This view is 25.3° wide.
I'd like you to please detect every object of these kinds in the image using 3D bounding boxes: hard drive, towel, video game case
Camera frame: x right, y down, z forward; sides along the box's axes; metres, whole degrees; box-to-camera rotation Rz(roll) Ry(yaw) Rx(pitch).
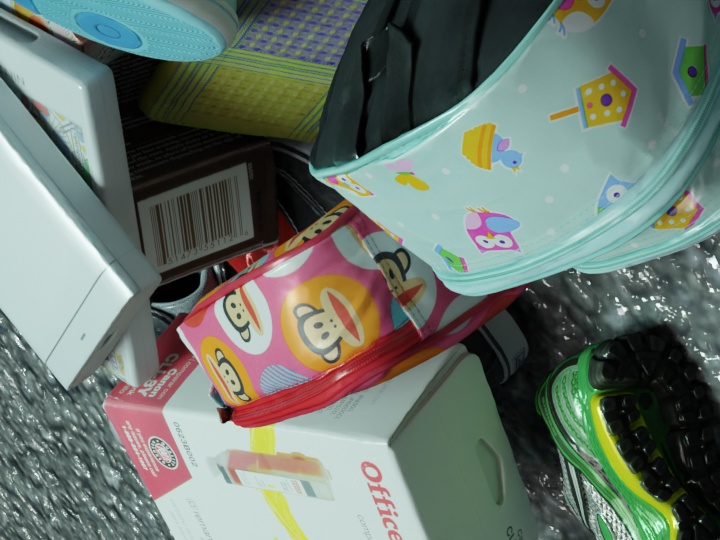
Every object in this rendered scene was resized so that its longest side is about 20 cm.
[{"bbox_3d":[-0.189,-0.043,0.822,0.200,0.027,0.132,51,146,5],"label":"hard drive"},{"bbox_3d":[-0.016,-0.112,0.781,0.200,0.143,0.023,137,135,-57],"label":"towel"},{"bbox_3d":[-0.185,-0.053,0.851,0.182,0.023,0.201,30,141,32],"label":"video game case"}]

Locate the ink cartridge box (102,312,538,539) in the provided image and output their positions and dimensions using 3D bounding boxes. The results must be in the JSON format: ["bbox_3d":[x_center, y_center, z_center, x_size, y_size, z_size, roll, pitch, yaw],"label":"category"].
[{"bbox_3d":[-0.021,0.109,0.873,0.199,0.083,0.146,3,129,37],"label":"ink cartridge box"}]

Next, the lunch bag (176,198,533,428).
[{"bbox_3d":[0.011,-0.004,0.762,0.082,0.200,0.176,59,149,-3],"label":"lunch bag"}]

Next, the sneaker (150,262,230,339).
[{"bbox_3d":[-0.083,0.055,1.012,0.200,0.075,0.114,42,164,25],"label":"sneaker"}]

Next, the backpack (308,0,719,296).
[{"bbox_3d":[0.081,-0.082,0.612,0.153,0.200,0.176,47,147,-17],"label":"backpack"}]

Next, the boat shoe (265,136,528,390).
[{"bbox_3d":[0.000,0.000,0.888,0.200,0.068,0.072,45,157,13],"label":"boat shoe"}]

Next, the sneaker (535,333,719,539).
[{"bbox_3d":[0.156,0.128,0.820,0.085,0.078,0.201,-19,94,62],"label":"sneaker"}]

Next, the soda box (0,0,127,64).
[{"bbox_3d":[-0.180,-0.193,0.801,0.200,0.068,0.064,55,149,0],"label":"soda box"}]

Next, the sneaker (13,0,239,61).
[{"bbox_3d":[-0.128,-0.183,0.719,0.199,0.131,0.080,24,164,3],"label":"sneaker"}]

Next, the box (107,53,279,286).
[{"bbox_3d":[-0.138,-0.074,0.931,0.200,0.100,0.075,45,148,44],"label":"box"}]

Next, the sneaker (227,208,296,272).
[{"bbox_3d":[-0.035,0.027,0.945,0.200,0.085,0.077,47,144,11],"label":"sneaker"}]
